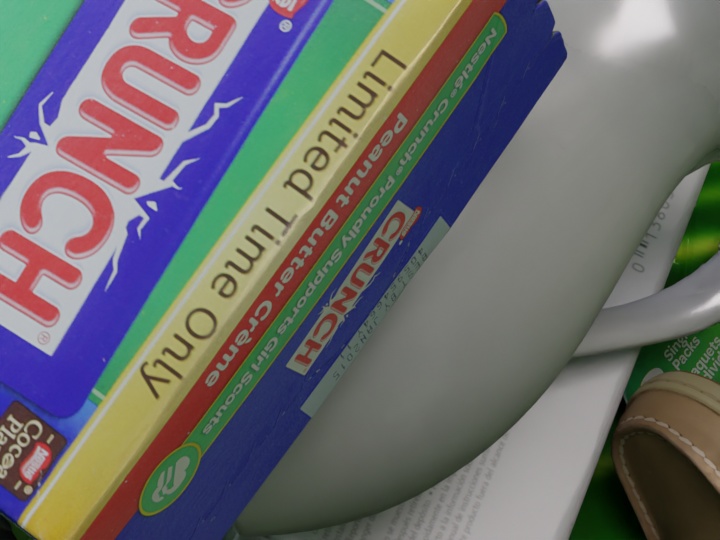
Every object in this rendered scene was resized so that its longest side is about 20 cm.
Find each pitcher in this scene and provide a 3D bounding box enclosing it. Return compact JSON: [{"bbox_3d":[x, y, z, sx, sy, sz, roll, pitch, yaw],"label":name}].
[{"bbox_3d":[0.032,-0.006,0.716,0.200,0.172,0.121,-37,43,-8],"label":"pitcher"}]

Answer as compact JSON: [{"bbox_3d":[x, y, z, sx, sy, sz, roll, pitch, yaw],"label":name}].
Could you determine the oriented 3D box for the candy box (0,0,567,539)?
[{"bbox_3d":[-0.080,-0.047,0.621,0.200,0.077,0.169,35,85,21],"label":"candy box"}]

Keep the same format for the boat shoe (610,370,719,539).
[{"bbox_3d":[0.126,0.121,0.750,0.064,0.071,0.201,-28,76,-25],"label":"boat shoe"}]

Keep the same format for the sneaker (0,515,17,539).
[{"bbox_3d":[-0.126,0.150,0.620,0.079,0.075,0.201,30,86,0],"label":"sneaker"}]

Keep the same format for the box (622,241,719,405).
[{"bbox_3d":[0.188,0.054,0.812,0.200,0.048,0.117,36,62,6],"label":"box"}]

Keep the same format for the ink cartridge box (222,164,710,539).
[{"bbox_3d":[0.000,0.000,0.791,0.173,0.044,0.201,25,62,-1],"label":"ink cartridge box"}]
